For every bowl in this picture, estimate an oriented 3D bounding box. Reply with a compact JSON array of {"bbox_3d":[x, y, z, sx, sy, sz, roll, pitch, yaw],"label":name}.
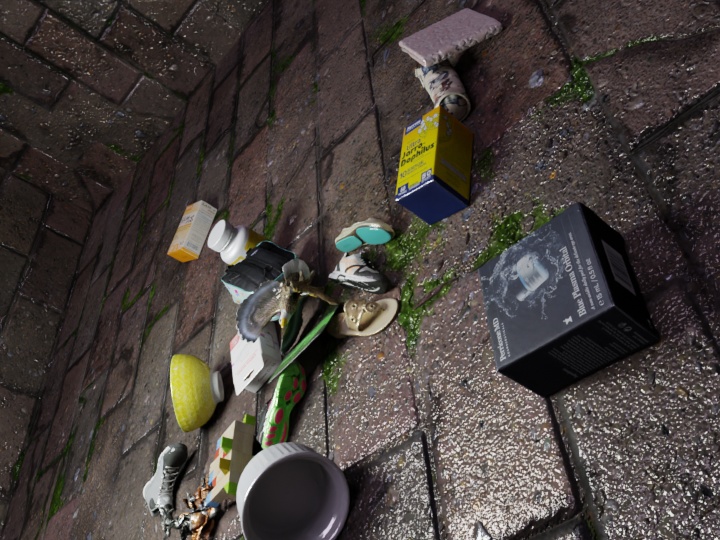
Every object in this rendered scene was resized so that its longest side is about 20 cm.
[{"bbox_3d":[-0.414,0.308,1.783,0.107,0.201,0.201,-9,42,-3],"label":"bowl"}]

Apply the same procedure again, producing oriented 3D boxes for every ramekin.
[{"bbox_3d":[-0.128,0.409,1.241,0.202,0.200,0.098,-63,24,-5],"label":"ramekin"}]

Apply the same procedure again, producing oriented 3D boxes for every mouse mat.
[{"bbox_3d":[-0.125,0.161,1.543,0.200,0.008,0.161,-43,6,24],"label":"mouse mat"}]

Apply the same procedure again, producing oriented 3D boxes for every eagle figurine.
[{"bbox_3d":[-0.174,0.087,1.564,0.200,0.152,0.151,-43,-8,36],"label":"eagle figurine"}]

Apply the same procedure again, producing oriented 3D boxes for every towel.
[{"bbox_3d":[0.207,-0.547,1.620,0.199,0.032,0.191,-27,34,-2],"label":"towel"}]

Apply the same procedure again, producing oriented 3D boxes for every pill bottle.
[{"bbox_3d":[-0.306,-0.054,1.859,0.111,0.199,0.112,-34,40,34],"label":"pill bottle"}]

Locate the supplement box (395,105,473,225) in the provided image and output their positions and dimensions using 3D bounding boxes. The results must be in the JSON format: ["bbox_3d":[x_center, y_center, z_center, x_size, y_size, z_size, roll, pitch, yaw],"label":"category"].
[{"bbox_3d":[0.154,-0.217,1.428,0.108,0.109,0.201,-25,45,42],"label":"supplement box"}]

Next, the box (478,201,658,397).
[{"bbox_3d":[0.294,0.045,1.012,0.200,0.117,0.198,-38,38,33],"label":"box"}]

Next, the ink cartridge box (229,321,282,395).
[{"bbox_3d":[-0.258,0.215,1.699,0.117,0.067,0.201,-48,32,19],"label":"ink cartridge box"}]

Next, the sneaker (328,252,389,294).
[{"bbox_3d":[0.000,0.000,1.505,0.199,0.073,0.080,12,73,57],"label":"sneaker"}]

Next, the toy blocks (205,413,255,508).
[{"bbox_3d":[-0.297,0.443,1.559,0.137,0.099,0.201,-49,29,36],"label":"toy blocks"}]

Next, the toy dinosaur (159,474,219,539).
[{"bbox_3d":[-0.379,0.567,1.568,0.135,0.103,0.200,-19,26,25],"label":"toy dinosaur"}]

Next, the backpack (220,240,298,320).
[{"bbox_3d":[-0.220,0.031,1.689,0.176,0.154,0.199,-40,25,-25],"label":"backpack"}]

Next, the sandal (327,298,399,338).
[{"bbox_3d":[-0.016,0.095,1.451,0.211,0.069,0.078,-20,49,46],"label":"sandal"}]

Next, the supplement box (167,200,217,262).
[{"bbox_3d":[-0.602,-0.140,2.470,0.126,0.073,0.202,-11,56,50],"label":"supplement box"}]

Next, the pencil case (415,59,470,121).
[{"bbox_3d":[0.187,-0.409,1.564,0.089,0.078,0.201,-17,42,5],"label":"pencil case"}]

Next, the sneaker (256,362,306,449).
[{"bbox_3d":[-0.183,0.295,1.521,0.083,0.077,0.201,2,65,51],"label":"sneaker"}]

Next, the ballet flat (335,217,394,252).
[{"bbox_3d":[0.010,-0.092,1.576,0.199,0.067,0.063,-12,45,50],"label":"ballet flat"}]

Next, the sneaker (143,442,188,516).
[{"bbox_3d":[-0.487,0.547,1.760,0.201,0.075,0.116,-60,35,19],"label":"sneaker"}]
